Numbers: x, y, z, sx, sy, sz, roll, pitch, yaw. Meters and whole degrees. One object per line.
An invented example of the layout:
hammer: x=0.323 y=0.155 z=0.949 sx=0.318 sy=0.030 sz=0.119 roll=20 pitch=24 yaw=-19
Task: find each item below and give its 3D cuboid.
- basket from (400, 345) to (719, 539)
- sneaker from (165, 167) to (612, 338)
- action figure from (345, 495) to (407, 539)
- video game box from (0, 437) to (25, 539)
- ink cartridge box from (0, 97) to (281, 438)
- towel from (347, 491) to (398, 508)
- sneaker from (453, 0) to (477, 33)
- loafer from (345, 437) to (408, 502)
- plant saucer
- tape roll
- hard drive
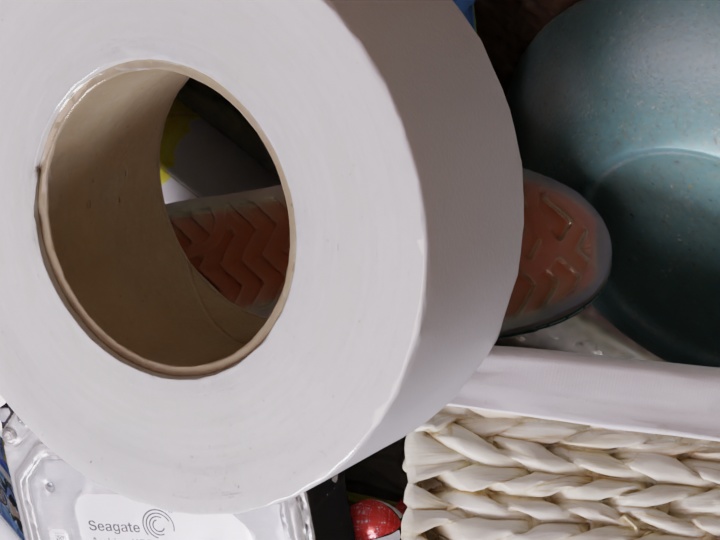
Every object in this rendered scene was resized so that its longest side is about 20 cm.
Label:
basket: x=0.111 y=0.103 z=0.843 sx=0.199 sy=0.124 sz=0.136 roll=5 pitch=169 yaw=6
sneaker: x=0.000 y=0.000 z=0.875 sx=0.199 sy=0.072 sz=0.080 roll=-3 pitch=169 yaw=14
action figure: x=0.075 y=0.129 z=0.966 sx=0.199 sy=0.066 sz=0.052 roll=21 pitch=162 yaw=-30
video game box: x=-0.209 y=0.056 z=1.090 sx=0.182 sy=0.047 sz=0.200 roll=55 pitch=-176 yaw=-30
ink cartridge box: x=-0.107 y=0.003 z=0.978 sx=0.200 sy=0.083 sz=0.145 roll=38 pitch=111 yaw=-2
towel: x=-0.012 y=0.133 z=1.073 sx=0.086 sy=0.018 sz=0.200 roll=10 pitch=161 yaw=0
sneaker: x=-0.003 y=-0.104 z=0.816 sx=0.082 sy=0.071 sz=0.200 roll=-13 pitch=136 yaw=-4
loafer: x=0.017 y=0.078 z=1.032 sx=0.199 sy=0.070 sz=0.070 roll=-5 pitch=164 yaw=37
plant saucer: x=0.135 y=-0.014 z=0.846 sx=0.200 sy=0.039 sz=0.202 roll=23 pitch=142 yaw=19
tape roll: x=-0.048 y=-0.024 z=0.775 sx=0.202 sy=0.071 sz=0.204 roll=9 pitch=107 yaw=30
hard drive: x=-0.064 y=0.142 z=0.936 sx=0.139 sy=0.038 sz=0.201 roll=-1 pitch=109 yaw=26
